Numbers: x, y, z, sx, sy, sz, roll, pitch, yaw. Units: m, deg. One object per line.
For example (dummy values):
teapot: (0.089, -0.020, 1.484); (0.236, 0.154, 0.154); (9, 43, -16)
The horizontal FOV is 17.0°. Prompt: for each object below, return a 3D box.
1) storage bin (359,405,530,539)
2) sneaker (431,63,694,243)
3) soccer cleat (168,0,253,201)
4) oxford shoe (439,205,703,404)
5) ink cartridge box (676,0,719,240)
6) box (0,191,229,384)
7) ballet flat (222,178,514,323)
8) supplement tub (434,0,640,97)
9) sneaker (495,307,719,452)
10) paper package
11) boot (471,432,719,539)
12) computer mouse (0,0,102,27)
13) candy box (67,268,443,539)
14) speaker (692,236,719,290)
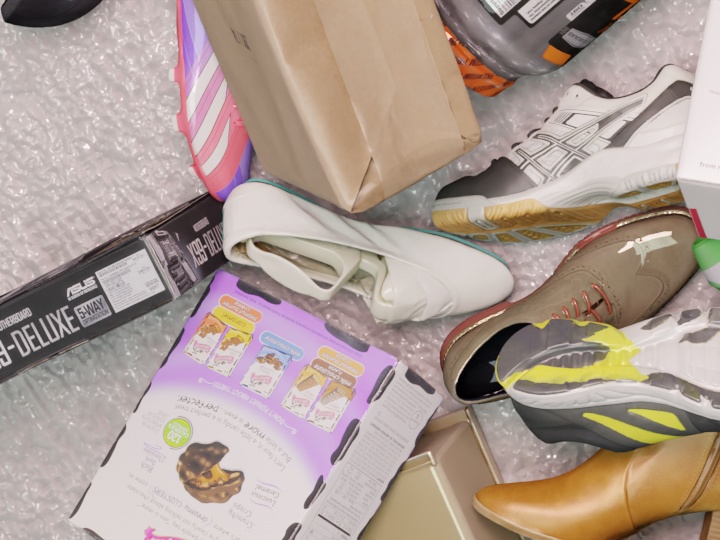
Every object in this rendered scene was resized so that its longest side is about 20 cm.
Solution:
storage bin: (0.018, 0.228, 1.642); (0.198, 0.094, 0.200); (-22, 97, 21)
sneaker: (0.137, -0.075, 1.550); (0.200, 0.076, 0.088); (-14, 74, 25)
soccer cleat: (-0.087, -0.145, 1.594); (0.076, 0.067, 0.200); (-5, 100, 13)
oxford shoe: (0.142, 0.031, 1.553); (0.200, 0.075, 0.070); (-36, 101, 11)
ink cartridge box: (0.250, -0.124, 1.416); (0.084, 0.145, 0.200); (10, 80, 15)
box: (-0.186, 0.018, 1.614); (0.200, 0.158, 0.050); (-25, 96, 22)
ballet flat: (0.000, 0.000, 1.588); (0.200, 0.069, 0.070); (18, 109, 2)
supplement tub: (0.125, -0.205, 1.482); (0.200, 0.123, 0.123); (-39, 91, 22)
sneaker: (0.187, 0.072, 1.500); (0.200, 0.075, 0.085); (4, 147, 15)
paper package: (-0.025, -0.147, 1.480); (0.103, 0.200, 0.191); (-24, 105, -12)
boot: (0.182, 0.111, 1.567); (0.201, 0.071, 0.144); (10, 105, -4)
computer mouse: (-0.164, -0.225, 1.575); (0.053, 0.139, 0.200); (35, 121, -13)
candy box: (-0.070, 0.124, 1.577); (0.168, 0.072, 0.200); (27, 82, 37)
speaker: (0.298, 0.040, 1.512); (0.088, 0.088, 0.200); (-39, 91, 21)
